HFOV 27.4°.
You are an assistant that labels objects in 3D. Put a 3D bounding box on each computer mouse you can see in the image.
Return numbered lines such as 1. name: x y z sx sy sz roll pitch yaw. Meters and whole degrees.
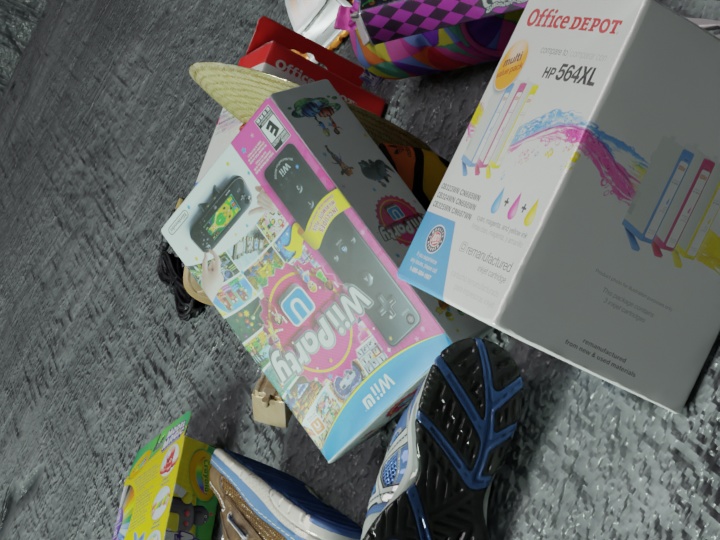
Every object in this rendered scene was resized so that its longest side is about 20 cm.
1. computer mouse: -0.147 -0.059 1.461 0.140 0.046 0.201 44 119 61

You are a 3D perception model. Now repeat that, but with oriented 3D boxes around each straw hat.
1. straw hat: -0.048 -0.074 1.087 0.201 0.200 0.086 6 75 65

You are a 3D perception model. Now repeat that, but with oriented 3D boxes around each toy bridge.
1. toy bridge: -0.037 0.022 1.087 0.067 0.027 0.201 90 -163 -48

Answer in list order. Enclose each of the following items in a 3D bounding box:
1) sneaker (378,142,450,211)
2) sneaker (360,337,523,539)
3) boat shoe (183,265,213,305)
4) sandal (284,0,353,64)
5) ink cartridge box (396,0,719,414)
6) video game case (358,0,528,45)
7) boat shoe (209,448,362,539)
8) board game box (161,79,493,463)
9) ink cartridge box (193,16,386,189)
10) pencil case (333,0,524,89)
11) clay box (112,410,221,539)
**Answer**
1. sneaker: 0.000 0.000 1.041 0.201 0.090 0.070 -58 25 16
2. sneaker: 0.043 0.139 0.867 0.077 0.075 0.201 134 159 -85
3. boat shoe: -0.095 -0.061 1.333 0.201 0.073 0.069 -57 12 17
4. sandal: -0.053 -0.236 1.414 0.207 0.059 0.079 -50 28 31
5. ink cartridge box: 0.132 -0.052 0.777 0.201 0.125 0.128 -65 24 1
6. video game case: 0.097 -0.244 1.009 0.199 0.036 0.182 -12 46 14
7. boat shoe: -0.068 0.180 1.033 0.073 0.072 0.200 -67 24 -1
8. board game box: -0.022 0.001 0.974 0.064 0.200 0.148 -25 -17 -51
9. ink cartridge box: -0.057 -0.108 1.229 0.067 0.116 0.201 -10 59 62
10. pencil case: 0.059 -0.190 1.113 0.200 0.088 0.089 1 68 63
11. clay box: -0.165 0.225 1.219 0.115 0.047 0.201 -37 35 47
